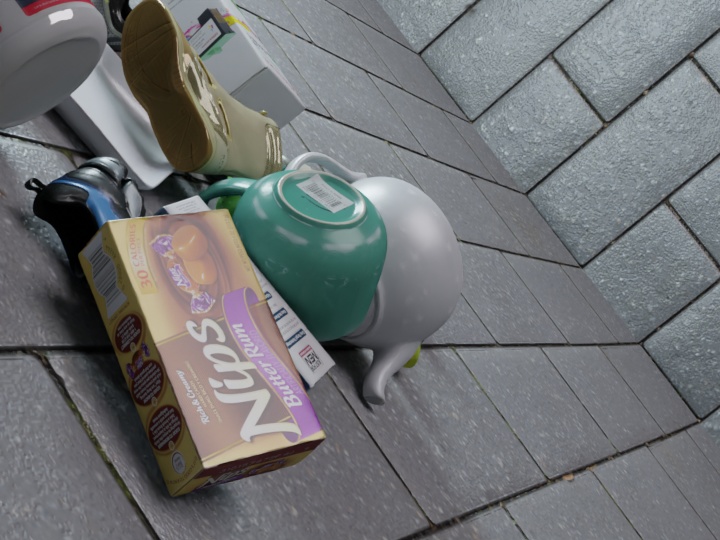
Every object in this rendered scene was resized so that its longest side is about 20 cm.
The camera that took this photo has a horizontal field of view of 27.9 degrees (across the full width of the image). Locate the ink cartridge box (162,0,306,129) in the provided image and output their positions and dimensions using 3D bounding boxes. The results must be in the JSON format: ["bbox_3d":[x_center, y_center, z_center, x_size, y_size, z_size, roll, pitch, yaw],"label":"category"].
[{"bbox_3d":[-0.168,-0.269,1.781,0.201,0.084,0.145,56,6,22],"label":"ink cartridge box"}]

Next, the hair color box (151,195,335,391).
[{"bbox_3d":[-0.115,0.033,1.275,0.200,0.060,0.100,50,15,1],"label":"hair color box"}]

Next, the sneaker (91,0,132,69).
[{"bbox_3d":[-0.219,-0.219,1.529,0.200,0.087,0.074,48,15,-11],"label":"sneaker"}]

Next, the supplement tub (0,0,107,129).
[{"bbox_3d":[-0.312,-0.228,1.171,0.201,0.140,0.140,53,15,9],"label":"supplement tub"}]

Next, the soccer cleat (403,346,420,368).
[{"bbox_3d":[0.011,0.034,1.690,0.083,0.065,0.201,1,48,-31],"label":"soccer cleat"}]

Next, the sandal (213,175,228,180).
[{"bbox_3d":[-0.171,-0.164,1.629,0.076,0.043,0.201,29,25,-54],"label":"sandal"}]

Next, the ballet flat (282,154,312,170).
[{"bbox_3d":[-0.077,-0.091,1.621,0.068,0.063,0.200,58,4,6],"label":"ballet flat"}]

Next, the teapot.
[{"bbox_3d":[0.000,0.000,1.525,0.200,0.199,0.146,35,40,29],"label":"teapot"}]

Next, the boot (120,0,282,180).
[{"bbox_3d":[-0.158,-0.174,1.481,0.155,0.073,0.201,16,44,-58],"label":"boot"}]

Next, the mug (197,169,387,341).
[{"bbox_3d":[-0.066,-0.027,1.371,0.183,0.115,0.153,9,36,-15],"label":"mug"}]

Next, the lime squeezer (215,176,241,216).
[{"bbox_3d":[-0.117,-0.041,1.505,0.201,0.038,0.071,62,4,22],"label":"lime squeezer"}]

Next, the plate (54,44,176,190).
[{"bbox_3d":[-0.252,-0.164,1.407,0.200,0.032,0.200,49,15,-6],"label":"plate"}]

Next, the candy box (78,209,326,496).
[{"bbox_3d":[-0.119,0.057,1.075,0.116,0.056,0.201,-7,64,-42],"label":"candy box"}]

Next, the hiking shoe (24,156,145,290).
[{"bbox_3d":[-0.187,0.007,1.148,0.200,0.074,0.087,53,38,7],"label":"hiking shoe"}]
